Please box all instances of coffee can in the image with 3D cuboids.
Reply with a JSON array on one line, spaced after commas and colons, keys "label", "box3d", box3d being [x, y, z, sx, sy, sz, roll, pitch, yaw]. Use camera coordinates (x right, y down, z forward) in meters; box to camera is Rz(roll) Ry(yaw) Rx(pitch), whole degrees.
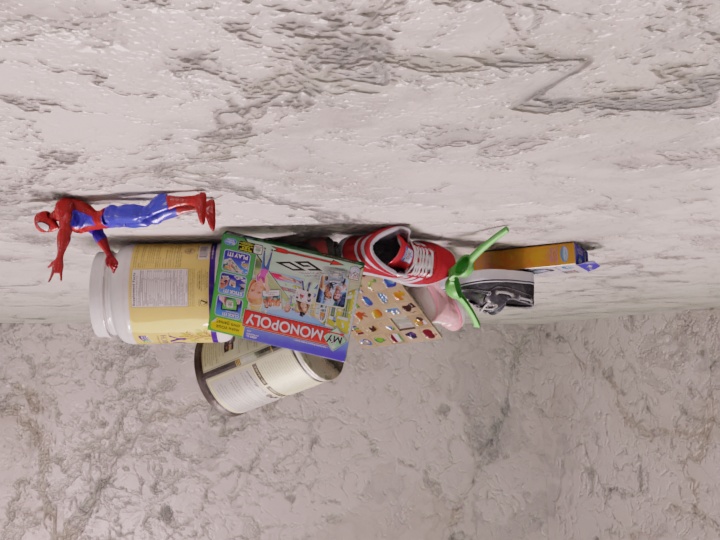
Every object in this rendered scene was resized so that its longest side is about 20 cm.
[{"label": "coffee can", "box3d": [-0.144, 0.133, 1.170, 0.197, 0.150, 0.145, -23, 164, 26]}]

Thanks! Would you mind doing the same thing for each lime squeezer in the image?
[{"label": "lime squeezer", "box3d": [0.162, 0.012, 1.088, 0.069, 0.038, 0.203, 19, 134, 12]}]

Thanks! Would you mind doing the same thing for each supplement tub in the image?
[{"label": "supplement tub", "box3d": [-0.286, 0.034, 1.089, 0.194, 0.150, 0.145, -1, 173, -6]}]

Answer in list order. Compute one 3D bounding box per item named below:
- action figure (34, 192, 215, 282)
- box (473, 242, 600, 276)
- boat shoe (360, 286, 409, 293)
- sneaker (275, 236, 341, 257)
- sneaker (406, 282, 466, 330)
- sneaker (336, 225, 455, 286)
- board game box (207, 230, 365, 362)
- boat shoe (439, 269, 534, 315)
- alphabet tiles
[{"label": "action figure", "box3d": [-0.261, -0.032, 0.799, 0.194, 0.102, 0.065, 1, 172, 4]}, {"label": "box", "box3d": [0.303, -0.015, 1.258, 0.196, 0.043, 0.118, -8, 170, 27]}, {"label": "boat shoe", "box3d": [0.000, 0.000, 1.199, 0.195, 0.073, 0.060, -3, 145, 22]}, {"label": "sneaker", "box3d": [-0.106, -0.009, 1.087, 0.096, 0.073, 0.199, 1, 174, -35]}, {"label": "sneaker", "box3d": [0.118, 0.063, 1.261, 0.075, 0.105, 0.202, 28, 157, 33]}, {"label": "sneaker", "box3d": [0.074, -0.018, 1.055, 0.195, 0.073, 0.112, 5, 174, -27]}, {"label": "board game box", "box3d": [-0.101, 0.035, 1.004, 0.195, 0.138, 0.029, 12, -170, 2]}, {"label": "boat shoe", "box3d": [0.209, 0.037, 1.193, 0.196, 0.070, 0.071, 2, 169, -38]}, {"label": "alphabet tiles", "box3d": [0.019, 0.058, 1.198, 0.164, 0.008, 0.201, -10, 132, 36]}]
